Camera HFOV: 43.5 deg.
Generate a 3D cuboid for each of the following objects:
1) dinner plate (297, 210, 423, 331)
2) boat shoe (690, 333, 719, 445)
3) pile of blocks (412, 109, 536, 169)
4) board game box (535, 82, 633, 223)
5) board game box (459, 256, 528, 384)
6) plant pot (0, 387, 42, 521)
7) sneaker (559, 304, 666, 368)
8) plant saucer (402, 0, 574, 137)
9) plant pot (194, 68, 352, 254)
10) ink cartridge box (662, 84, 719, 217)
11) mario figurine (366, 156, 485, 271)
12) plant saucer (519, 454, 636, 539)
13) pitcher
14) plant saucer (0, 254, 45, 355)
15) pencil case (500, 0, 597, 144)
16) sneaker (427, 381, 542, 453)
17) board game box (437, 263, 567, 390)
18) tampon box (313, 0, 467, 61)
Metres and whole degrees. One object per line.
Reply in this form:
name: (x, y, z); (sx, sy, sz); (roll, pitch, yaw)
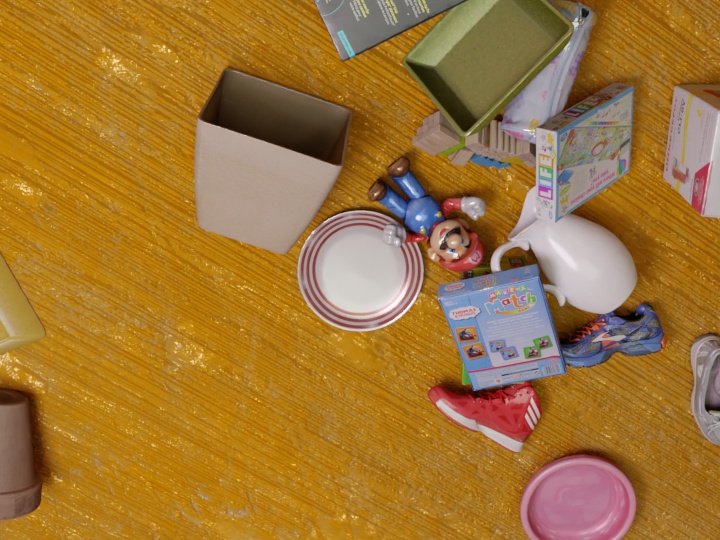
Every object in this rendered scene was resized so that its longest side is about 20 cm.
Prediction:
dinner plate: (0.000, 0.000, 1.422); (0.198, 0.024, 0.202); (0, 112, -1)
boat shoe: (0.587, 0.205, 1.481); (0.074, 0.065, 0.204); (-11, 111, 4)
pile of blocks: (0.175, -0.198, 1.338); (0.198, 0.082, 0.063); (11, 68, -14)
board game box: (0.318, -0.169, 1.276); (0.199, 0.034, 0.136); (-31, 128, -36)
board game box: (0.212, 0.081, 1.441); (0.100, 0.048, 0.202); (-1, 110, 1)
plant pot: (-0.604, 0.286, 1.453); (0.198, 0.200, 0.177); (11, 94, -5)
sneaker: (0.386, 0.101, 1.445); (0.198, 0.075, 0.079); (-12, 102, -4)
plant saucer: (0.178, -0.298, 1.243); (0.200, 0.201, 0.048); (-44, 138, 15)
plant pot: (-0.135, -0.144, 1.286); (0.198, 0.200, 0.178); (17, 121, -6)
ink cartridge box: (0.497, -0.171, 1.267); (0.082, 0.200, 0.147); (2, 111, 2)
mario figurine: (0.108, -0.076, 1.347); (0.200, 0.106, 0.123); (41, 130, -9)
plant saucer: (0.372, 0.400, 1.563); (0.198, 0.051, 0.203); (0, 112, 0)
pitcher: (0.304, -0.009, 1.359); (0.200, 0.121, 0.172); (40, 80, -10)
plant saucer: (-0.636, 0.064, 1.429); (0.198, 0.049, 0.202); (-21, 110, 8)
pencil case: (0.263, -0.274, 1.260); (0.083, 0.090, 0.202); (16, 95, -35)
sneaker: (0.212, 0.209, 1.486); (0.199, 0.078, 0.116); (29, 100, -24)
board game box: (0.216, 0.090, 1.358); (0.150, 0.037, 0.201); (-12, 128, 16)
tampon box: (0.033, -0.398, 1.216); (0.198, 0.126, 0.151); (-24, 108, 8)
